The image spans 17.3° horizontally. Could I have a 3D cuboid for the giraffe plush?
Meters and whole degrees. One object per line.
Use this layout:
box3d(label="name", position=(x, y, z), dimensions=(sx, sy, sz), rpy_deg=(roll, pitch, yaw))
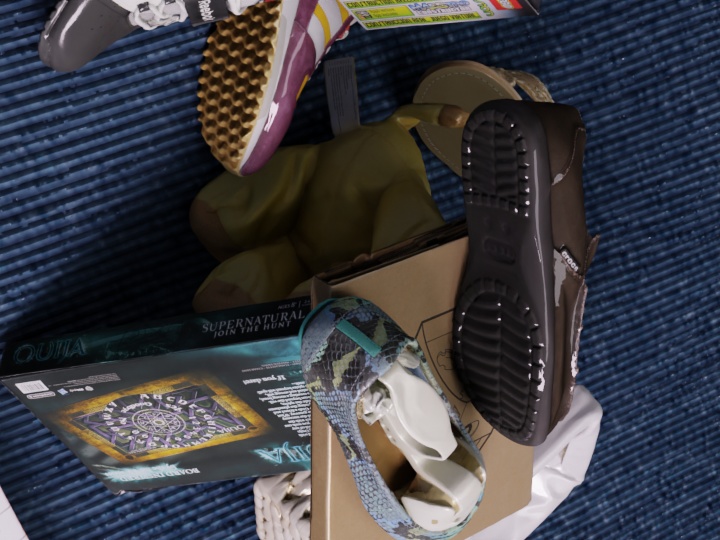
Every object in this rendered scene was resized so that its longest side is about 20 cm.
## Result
box3d(label="giraffe plush", position=(0.000, 0.000, 1.409), dimensions=(0.162, 0.172, 0.200), rpy_deg=(68, 30, -51))

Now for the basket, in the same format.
box3d(label="basket", position=(0.038, 0.133, 1.482), dimensions=(0.200, 0.123, 0.136), rpy_deg=(-42, 162, -18))

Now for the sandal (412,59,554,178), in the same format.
box3d(label="sandal", position=(0.091, -0.092, 1.493), dimensions=(0.212, 0.078, 0.070), rpy_deg=(57, 41, -50))

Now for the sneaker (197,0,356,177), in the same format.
box3d(label="sneaker", position=(-0.027, -0.146, 1.337), dimensions=(0.090, 0.075, 0.200), rpy_deg=(4, 110, -36))

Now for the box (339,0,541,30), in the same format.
box3d(label="box", position=(0.063, -0.228, 1.290), dimensions=(0.035, 0.110, 0.200), rpy_deg=(42, 55, -48))

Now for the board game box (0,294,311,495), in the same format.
box3d(label="board game box", position=(-0.085, 0.073, 1.332), dimensions=(0.135, 0.200, 0.028), rpy_deg=(54, 35, -47))

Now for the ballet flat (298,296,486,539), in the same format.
box3d(label="ballet flat", position=(0.029, 0.094, 1.238), dimensions=(0.074, 0.074, 0.200), rpy_deg=(-47, 136, -12))

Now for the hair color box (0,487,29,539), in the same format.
box3d(label="hair color box", position=(-0.236, 0.191, 1.343), dimensions=(0.111, 0.064, 0.200), rpy_deg=(-36, 133, -20))

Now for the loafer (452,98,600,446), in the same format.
box3d(label="loafer", position=(0.098, 0.001, 1.254), dimensions=(0.071, 0.073, 0.200), rpy_deg=(-20, 123, -35))

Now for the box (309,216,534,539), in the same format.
box3d(label="box", position=(0.038, 0.070, 1.303), dimensions=(0.163, 0.021, 0.200), rpy_deg=(-21, 124, -37))

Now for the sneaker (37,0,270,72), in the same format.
box3d(label="sneaker", position=(-0.081, -0.162, 1.246), dimensions=(0.200, 0.089, 0.074), rpy_deg=(-43, 178, 3))
